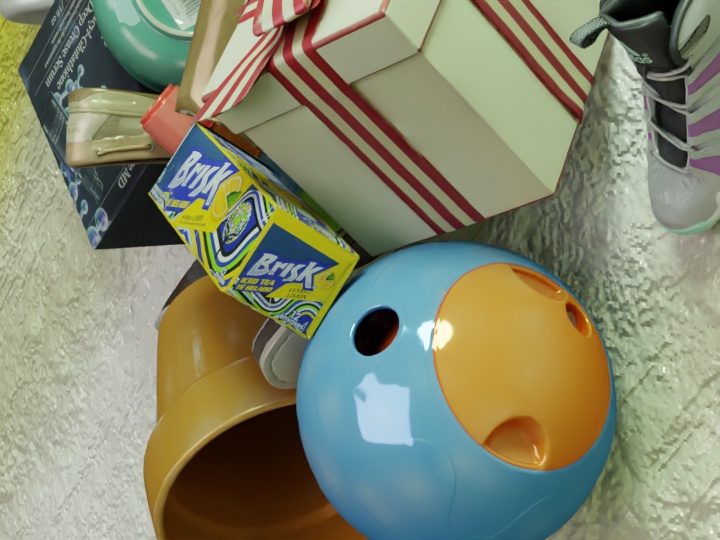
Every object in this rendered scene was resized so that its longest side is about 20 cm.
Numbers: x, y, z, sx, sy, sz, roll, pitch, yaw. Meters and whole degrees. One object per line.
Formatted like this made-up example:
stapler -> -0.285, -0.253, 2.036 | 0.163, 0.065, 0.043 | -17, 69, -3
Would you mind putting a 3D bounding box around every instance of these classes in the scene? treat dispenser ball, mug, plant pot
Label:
treat dispenser ball -> 0.060, 0.082, 1.066 | 0.200, 0.200, 0.203 | 8, 100, 51
mug -> -0.111, -0.207, 1.280 | 0.114, 0.184, 0.153 | 159, 120, -86
plant pot -> -0.073, 0.102, 1.262 | 0.201, 0.199, 0.184 | -65, 32, 33

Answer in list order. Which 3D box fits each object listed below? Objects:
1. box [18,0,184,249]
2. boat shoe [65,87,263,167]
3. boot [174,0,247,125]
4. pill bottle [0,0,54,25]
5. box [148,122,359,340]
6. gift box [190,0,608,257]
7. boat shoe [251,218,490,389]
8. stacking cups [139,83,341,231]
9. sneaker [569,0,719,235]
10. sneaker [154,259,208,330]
box -> -0.186, -0.141, 1.429 | 0.149, 0.107, 0.201 | -51, 56, 41
boat shoe -> -0.123, -0.094, 1.288 | 0.071, 0.198, 0.065 | 163, 112, -77
boot -> -0.098, -0.202, 1.159 | 0.174, 0.066, 0.202 | 13, 96, 7
pill bottle -> -0.279, -0.327, 1.529 | 0.104, 0.104, 0.202 | -4, 91, 52
box -> -0.074, -0.031, 1.110 | 0.065, 0.070, 0.200 | -56, 28, 6
gift box -> 0.013, -0.131, 1.047 | 0.199, 0.187, 0.185 | -21, 36, 38
boat shoe -> 0.000, 0.000, 1.159 | 0.059, 0.200, 0.072 | 37, 163, 41
stacking cups -> -0.071, -0.057, 1.233 | 0.200, 0.061, 0.060 | 40, 139, -13
sneaker -> 0.168, -0.114, 0.955 | 0.078, 0.139, 0.201 | 30, 116, 46
sneaker -> -0.099, -0.003, 1.383 | 0.200, 0.077, 0.082 | -37, 38, 46
